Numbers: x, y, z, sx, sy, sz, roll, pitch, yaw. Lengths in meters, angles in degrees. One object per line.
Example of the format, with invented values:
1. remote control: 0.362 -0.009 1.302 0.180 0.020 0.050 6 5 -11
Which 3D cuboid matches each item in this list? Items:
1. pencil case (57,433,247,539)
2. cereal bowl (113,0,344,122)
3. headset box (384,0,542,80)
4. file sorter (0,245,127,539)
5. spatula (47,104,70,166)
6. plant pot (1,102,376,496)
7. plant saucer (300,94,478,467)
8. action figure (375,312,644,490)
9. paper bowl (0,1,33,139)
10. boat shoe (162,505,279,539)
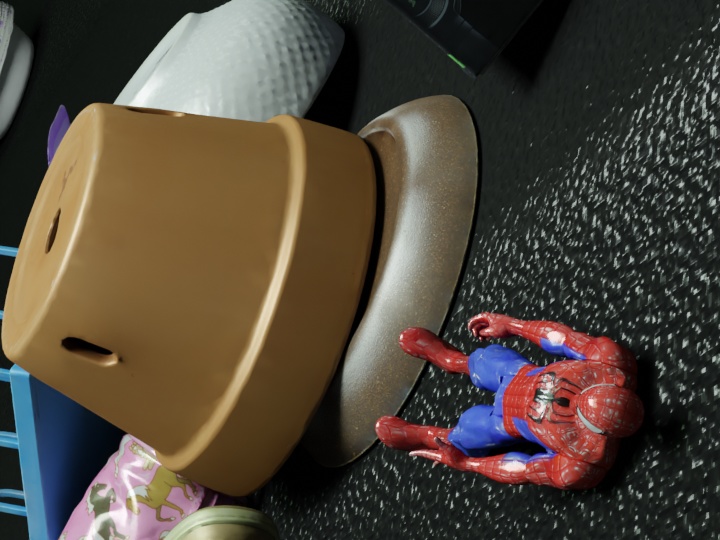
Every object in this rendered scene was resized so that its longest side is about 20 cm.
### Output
1. pencil case: -0.143 0.186 1.086 0.201 0.086 0.083 -60 -11 -9
2. cereal bowl: -0.102 -0.096 1.217 0.200 0.083 0.200 -49 14 17
3. headset box: 0.003 -0.197 0.948 0.093 0.200 0.174 -50 23 7
4. file sorter: -0.209 0.101 1.173 0.139 0.122 0.201 -56 -30 -55
5. spatula: -0.160 -0.012 1.279 0.020 0.201 0.057 -18 29 17
6. plant pot: -0.097 0.002 1.013 0.200 0.139 0.201 -54 25 41
7. plant saucer: 0.000 0.000 1.008 0.200 0.032 0.201 -53 26 39
8. action figure: 0.058 0.052 0.774 0.200 0.051 0.066 -3 65 67
9. paper bowl: -0.476 -0.239 2.449 0.201 0.104 0.201 -53 25 39
10. boat shoe: -0.087 0.206 0.992 0.201 0.073 0.063 -63 27 29
